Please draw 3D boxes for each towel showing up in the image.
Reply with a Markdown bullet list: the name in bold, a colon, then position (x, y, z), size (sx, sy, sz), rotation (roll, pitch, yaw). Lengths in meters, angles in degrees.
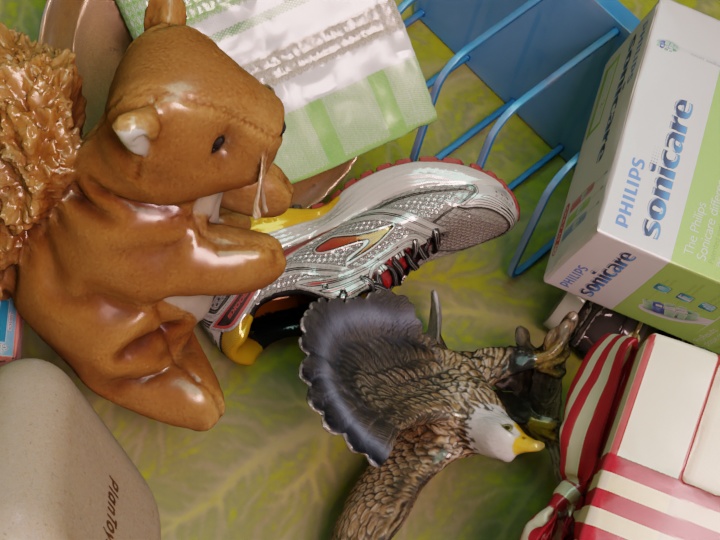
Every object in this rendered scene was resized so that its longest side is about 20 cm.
- **towel**: position (-0.056, -0.149, 0.842), size (0.148, 0.031, 0.202), rotation (-22, 105, -3)

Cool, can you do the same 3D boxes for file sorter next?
- **file sorter**: position (0.080, -0.119, 0.937), size (0.122, 0.139, 0.200), rotation (-36, 73, -26)

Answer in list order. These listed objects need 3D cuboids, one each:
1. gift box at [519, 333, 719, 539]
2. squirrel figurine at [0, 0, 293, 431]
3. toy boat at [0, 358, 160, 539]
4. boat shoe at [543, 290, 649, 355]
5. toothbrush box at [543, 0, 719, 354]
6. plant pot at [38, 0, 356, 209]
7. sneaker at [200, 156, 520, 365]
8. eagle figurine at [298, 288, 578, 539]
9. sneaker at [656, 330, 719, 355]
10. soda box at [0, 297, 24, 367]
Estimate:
- **gift box**: position (0.170, 0.148, 0.738), size (0.185, 0.200, 0.186), rotation (20, 77, 8)
- **squirrel figurine**: position (-0.126, -0.046, 0.732), size (0.198, 0.187, 0.143), rotation (18, 54, -4)
- **toy boat**: position (-0.173, 0.139, 0.718), size (0.130, 0.131, 0.201), rotation (-26, 29, 8)
- **boat shoe**: position (0.191, -0.021, 0.946), size (0.060, 0.072, 0.202), rotation (37, 65, 6)
- **toothbrush box**: position (0.218, -0.033, 0.808), size (0.198, 0.086, 0.147), rotation (22, 68, -7)
- **plant pot**: position (-0.086, -0.120, 0.869), size (0.197, 0.027, 0.203), rotation (-2, 102, -10)
- **sneaker**: position (0.000, 0.000, 0.867), size (0.198, 0.078, 0.083), rotation (-20, 57, -1)
- **eagle figurine**: position (0.033, 0.084, 0.793), size (0.198, 0.151, 0.153), rotation (-17, 75, -30)
- **sneaker**: position (0.253, 0.020, 0.931), size (0.090, 0.079, 0.200), rotation (39, 60, 5)
- **soda box**: position (-0.217, -0.024, 0.849), size (0.063, 0.069, 0.202), rotation (5, 59, -11)
